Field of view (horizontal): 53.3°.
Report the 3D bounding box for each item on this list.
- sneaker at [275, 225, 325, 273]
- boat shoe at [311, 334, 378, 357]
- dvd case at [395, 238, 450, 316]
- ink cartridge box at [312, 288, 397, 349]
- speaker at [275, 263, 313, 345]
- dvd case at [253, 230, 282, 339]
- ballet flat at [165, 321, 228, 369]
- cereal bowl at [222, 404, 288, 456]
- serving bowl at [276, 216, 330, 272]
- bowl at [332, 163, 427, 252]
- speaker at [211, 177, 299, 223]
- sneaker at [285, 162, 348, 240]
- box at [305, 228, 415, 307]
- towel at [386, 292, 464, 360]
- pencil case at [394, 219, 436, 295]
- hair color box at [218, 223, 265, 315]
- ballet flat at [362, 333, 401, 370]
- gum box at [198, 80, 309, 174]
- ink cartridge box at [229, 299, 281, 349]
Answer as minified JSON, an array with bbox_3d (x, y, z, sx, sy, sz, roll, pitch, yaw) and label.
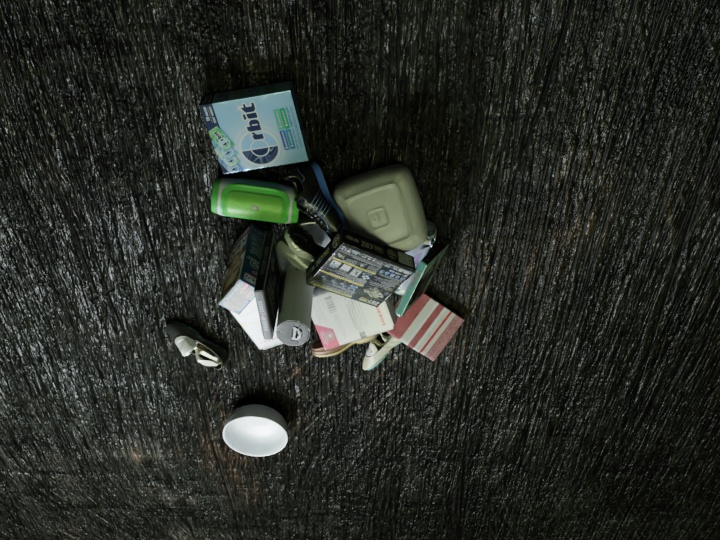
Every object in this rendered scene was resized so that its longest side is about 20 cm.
[{"bbox_3d":[-0.115,-0.022,1.675,0.079,0.075,0.200,-30,119,36],"label":"sneaker"},{"bbox_3d":[-0.047,0.170,1.929,0.197,0.073,0.068,-22,123,11],"label":"boat shoe"},{"bbox_3d":[0.149,0.013,1.691,0.022,0.200,0.148,29,115,10],"label":"dvd case"},{"bbox_3d":[-0.020,0.097,1.816,0.197,0.083,0.149,-18,102,16],"label":"ink cartridge box"},{"bbox_3d":[-0.150,0.076,1.665,0.079,0.202,0.082,0,132,0],"label":"speaker"},{"bbox_3d":[-0.207,0.032,1.628,0.024,0.202,0.152,-2,132,3],"label":"dvd case"},{"bbox_3d":[-0.448,0.210,1.965,0.198,0.069,0.068,32,125,-24],"label":"ballet flat"},{"bbox_3d":[-0.316,0.474,2.185,0.196,0.084,0.203,0,132,0],"label":"cereal bowl"},{"bbox_3d":[-0.106,-0.055,1.729,0.196,0.066,0.203,0,132,0],"label":"serving bowl"},{"bbox_3d":[0.042,-0.120,1.605,0.196,0.075,0.204,-16,102,10],"label":"bowl"},{"bbox_3d":[-0.235,-0.158,1.628,0.196,0.089,0.090,7,132,-5],"label":"speaker"},{"bbox_3d":[-0.097,-0.137,1.586,0.077,0.203,0.070,-24,175,-26],"label":"sneaker"},{"bbox_3d":[0.000,0.000,1.599,0.197,0.050,0.161,19,134,-28],"label":"box"},{"bbox_3d":[0.162,0.138,1.891,0.198,0.023,0.145,32,100,-24],"label":"towel"},{"bbox_3d":[0.121,-0.035,1.731,0.090,0.083,0.202,33,133,16],"label":"pencil case"},{"bbox_3d":[-0.270,-0.006,1.684,0.060,0.202,0.100,29,126,-23],"label":"hair color box"},{"bbox_3d":[0.063,0.193,1.954,0.062,0.068,0.200,41,111,-19],"label":"ballet flat"},{"bbox_3d":[-0.222,-0.302,1.528,0.196,0.045,0.172,-8,131,7],"label":"gum box"},{"bbox_3d":[-0.244,0.095,1.851,0.143,0.084,0.201,-18,129,16],"label":"ink cartridge box"}]
